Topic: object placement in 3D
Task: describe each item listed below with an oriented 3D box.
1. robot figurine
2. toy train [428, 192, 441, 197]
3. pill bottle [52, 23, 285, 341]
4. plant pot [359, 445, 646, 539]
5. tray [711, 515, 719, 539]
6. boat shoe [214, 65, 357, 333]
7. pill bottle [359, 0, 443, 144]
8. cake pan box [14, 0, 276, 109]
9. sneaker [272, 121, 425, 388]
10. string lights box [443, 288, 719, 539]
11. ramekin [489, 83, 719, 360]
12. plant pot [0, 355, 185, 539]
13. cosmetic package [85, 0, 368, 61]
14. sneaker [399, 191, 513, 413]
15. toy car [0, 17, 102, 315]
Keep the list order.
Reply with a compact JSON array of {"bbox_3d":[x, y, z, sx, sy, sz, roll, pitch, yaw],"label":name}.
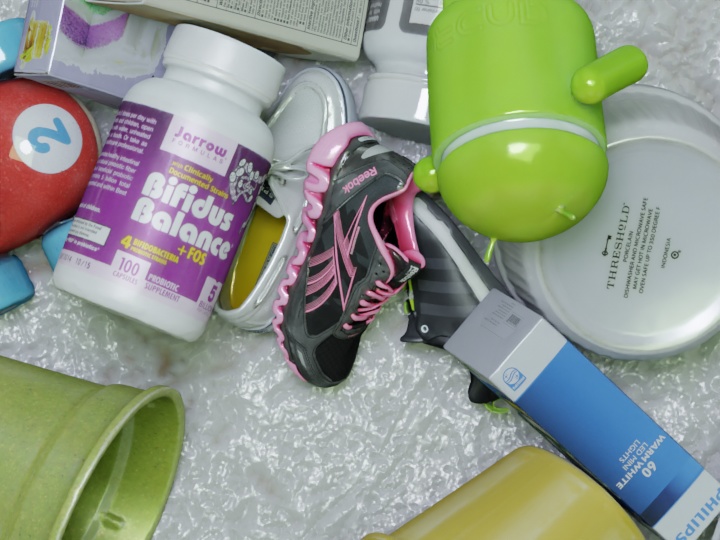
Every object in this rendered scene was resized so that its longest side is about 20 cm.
[{"bbox_3d":[0.103,-0.108,1.454,0.116,0.175,0.200,20,56,-38],"label":"robot figurine"},{"bbox_3d":[0.139,-0.082,1.604,0.200,0.046,0.034,-8,104,-2],"label":"toy train"},{"bbox_3d":[-0.125,-0.061,1.493,0.112,0.112,0.200,21,86,2],"label":"pill bottle"},{"bbox_3d":[0.096,0.230,1.518,0.201,0.201,0.189,44,73,3],"label":"plant pot"},{"bbox_3d":[0.267,0.187,1.556,0.022,0.107,0.200,18,86,15],"label":"tray"},{"bbox_3d":[-0.066,-0.057,1.577,0.074,0.086,0.202,20,89,26],"label":"boat shoe"},{"bbox_3d":[0.065,-0.196,1.579,0.114,0.114,0.200,12,87,2],"label":"pill bottle"},{"bbox_3d":[-0.140,-0.202,1.561,0.200,0.052,0.185,17,85,-42],"label":"cake pan box"},{"bbox_3d":[0.000,0.000,1.549,0.095,0.079,0.200,24,116,32],"label":"sneaker"},{"bbox_3d":[0.160,0.104,1.530,0.200,0.103,0.059,42,88,-18],"label":"string lights box"},{"bbox_3d":[0.195,-0.028,1.548,0.202,0.094,0.203,-1,104,-4],"label":"ramekin"},{"bbox_3d":[-0.251,0.140,1.534,0.184,0.200,0.201,22,87,14],"label":"plant pot"},{"bbox_3d":[-0.087,-0.215,1.526,0.200,0.071,0.105,12,87,-43],"label":"cosmetic package"},{"bbox_3d":[0.054,0.017,1.585,0.083,0.072,0.200,-39,86,-1],"label":"sneaker"},{"bbox_3d":[-0.289,-0.058,1.513,0.177,0.200,0.185,-25,90,22],"label":"toy car"}]
